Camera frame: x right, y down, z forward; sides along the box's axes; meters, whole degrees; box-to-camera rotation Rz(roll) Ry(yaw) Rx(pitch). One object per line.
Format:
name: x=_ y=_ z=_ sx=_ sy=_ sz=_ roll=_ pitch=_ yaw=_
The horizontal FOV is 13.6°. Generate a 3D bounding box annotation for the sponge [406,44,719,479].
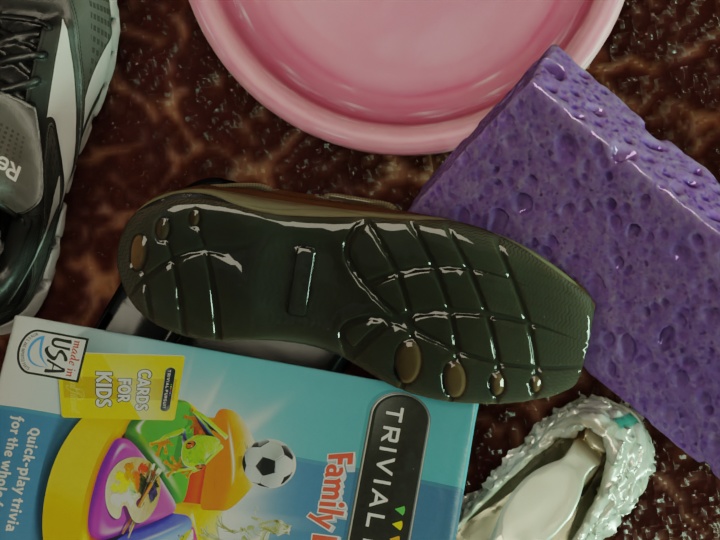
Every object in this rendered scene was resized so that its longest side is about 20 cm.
sponge: x=0.124 y=0.005 z=1.260 sx=0.200 sy=0.030 sz=0.112 roll=39 pitch=136 yaw=-3

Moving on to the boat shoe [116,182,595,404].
boat shoe: x=0.000 y=0.000 z=1.264 sx=0.199 sy=0.074 sz=0.076 roll=15 pitch=105 yaw=-1

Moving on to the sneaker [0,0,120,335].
sneaker: x=-0.149 y=-0.062 z=1.283 sx=0.066 sy=0.091 sz=0.201 roll=14 pitch=100 yaw=4

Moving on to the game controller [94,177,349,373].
game controller: x=-0.078 y=0.063 z=1.322 sx=0.104 sy=0.042 sz=0.201 roll=31 pitch=91 yaw=-10

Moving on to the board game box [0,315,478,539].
board game box: x=-0.061 y=0.110 z=1.240 sx=0.199 sy=0.047 sz=0.152 roll=10 pitch=61 yaw=2

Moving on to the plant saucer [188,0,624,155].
plant saucer: x=0.021 y=-0.150 z=1.309 sx=0.199 sy=0.051 sz=0.202 roll=0 pitch=89 yaw=4

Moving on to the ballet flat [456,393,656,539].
ballet flat: x=0.048 y=0.131 z=1.292 sx=0.072 sy=0.072 sz=0.200 roll=39 pitch=92 yaw=5
